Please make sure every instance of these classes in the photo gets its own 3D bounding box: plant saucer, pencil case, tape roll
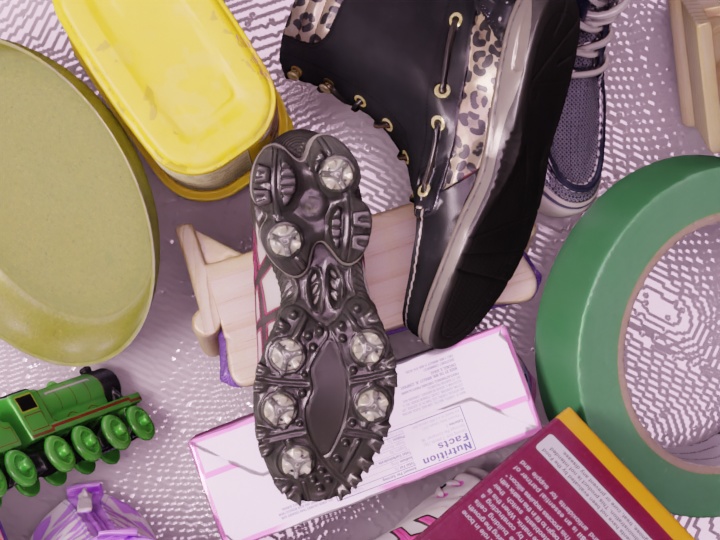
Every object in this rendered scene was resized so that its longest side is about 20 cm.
[{"bbox_3d":[-0.181,-0.043,1.635,0.031,0.200,0.200,-33,89,-43],"label":"plant saucer"},{"bbox_3d":[-0.137,0.170,1.605,0.083,0.200,0.086,1,94,-13],"label":"pencil case"},{"bbox_3d":[0.194,0.037,1.646,0.200,0.048,0.202,-5,101,-28],"label":"tape roll"}]

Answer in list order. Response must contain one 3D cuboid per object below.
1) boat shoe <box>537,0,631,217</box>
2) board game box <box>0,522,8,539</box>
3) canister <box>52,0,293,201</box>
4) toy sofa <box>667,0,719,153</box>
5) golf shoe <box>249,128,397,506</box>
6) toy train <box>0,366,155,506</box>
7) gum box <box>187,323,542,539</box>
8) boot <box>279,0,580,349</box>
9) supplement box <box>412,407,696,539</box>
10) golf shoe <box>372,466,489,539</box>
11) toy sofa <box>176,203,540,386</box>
[{"bbox_3d":[0.112,-0.134,1.602,0.074,0.093,0.201,-13,88,-37],"label":"boat shoe"},{"bbox_3d":[-0.251,0.207,1.623,0.165,0.057,0.201,-23,89,39],"label":"board game box"},{"bbox_3d":[-0.104,-0.114,1.609,0.086,0.200,0.149,-34,90,-2],"label":"canister"},{"bbox_3d":[0.281,-0.136,1.690,0.199,0.098,0.083,-11,113,-2],"label":"toy sofa"},{"bbox_3d":[-0.023,0.023,1.572,0.077,0.088,0.201,-2,97,-6],"label":"golf shoe"},{"bbox_3d":[-0.179,0.092,1.613,0.042,0.200,0.057,-35,83,26],"label":"toy train"},{"bbox_3d":[0.007,0.091,1.650,0.199,0.114,0.066,-20,88,-2],"label":"gum box"},{"bbox_3d":[0.024,-0.075,1.592,0.153,0.073,0.205,22,102,27],"label":"boot"},{"bbox_3d":[0.072,0.184,1.559,0.200,0.086,0.110,-38,77,-26],"label":"supplement box"},{"bbox_3d":[0.053,0.163,1.680,0.199,0.073,0.092,-8,59,1],"label":"golf shoe"},{"bbox_3d":[0.000,0.000,1.659,0.199,0.083,0.098,-18,82,-3],"label":"toy sofa"}]
